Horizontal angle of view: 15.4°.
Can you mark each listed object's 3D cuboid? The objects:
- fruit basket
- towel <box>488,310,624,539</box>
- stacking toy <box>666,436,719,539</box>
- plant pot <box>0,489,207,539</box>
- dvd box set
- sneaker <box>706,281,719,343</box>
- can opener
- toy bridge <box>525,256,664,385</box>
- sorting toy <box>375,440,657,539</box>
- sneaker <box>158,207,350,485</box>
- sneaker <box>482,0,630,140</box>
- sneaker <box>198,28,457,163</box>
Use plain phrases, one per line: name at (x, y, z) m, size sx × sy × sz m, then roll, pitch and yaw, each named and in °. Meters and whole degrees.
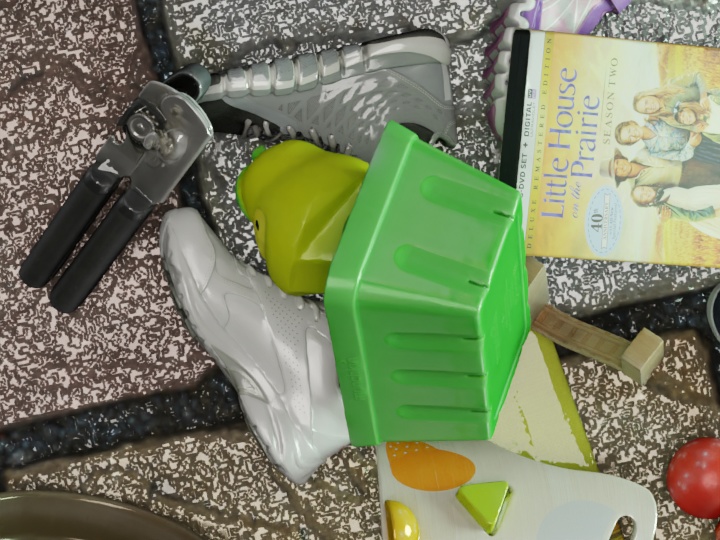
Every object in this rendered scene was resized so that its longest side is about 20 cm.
fruit basket at (0.000, 0.000, 1.660) m, size 0.216 × 0.216 × 0.156 m, roll 21°, pitch 61°, yaw 0°
towel at (0.112, 0.127, 1.775) m, size 0.086 × 0.018 × 0.200 m, roll -19°, pitch 91°, yaw -5°
stacking toy at (0.282, 0.187, 1.750) m, size 0.200 × 0.085 × 0.085 m, roll 41°, pitch 92°, yaw 6°
plant pot at (-0.191, 0.260, 1.709) m, size 0.200 × 0.200 × 0.174 m, roll 13°, pitch 109°, yaw 0°
dvd box set at (0.186, -0.077, 1.720) m, size 0.200 × 0.029 × 0.146 m, roll 4°, pitch 95°, yaw -23°
sneaker at (0.308, 0.081, 1.724) m, size 0.200 × 0.109 × 0.070 m, roll 42°, pitch 92°, yaw -1°
can opener at (-0.151, -0.055, 1.722) m, size 0.053 × 0.067 × 0.200 m, roll 39°, pitch 129°, yaw -1°
toy bridge at (0.108, 0.015, 1.735) m, size 0.200 × 0.067 × 0.027 m, roll 32°, pitch 76°, yaw 19°
sorting toy at (0.104, 0.204, 1.726) m, size 0.180 × 0.107 × 0.200 m, roll -3°, pitch 96°, yaw -1°
sneaker at (-0.058, 0.035, 1.750) m, size 0.099 × 0.078 × 0.200 m, roll -32°, pitch 100°, yaw -5°
sneaker at (0.135, -0.178, 1.737) m, size 0.088 × 0.080 × 0.200 m, roll 14°, pitch 91°, yaw -8°
sneaker at (-0.030, -0.085, 1.740) m, size 0.200 × 0.075 × 0.116 m, roll -12°, pitch 94°, yaw 0°
